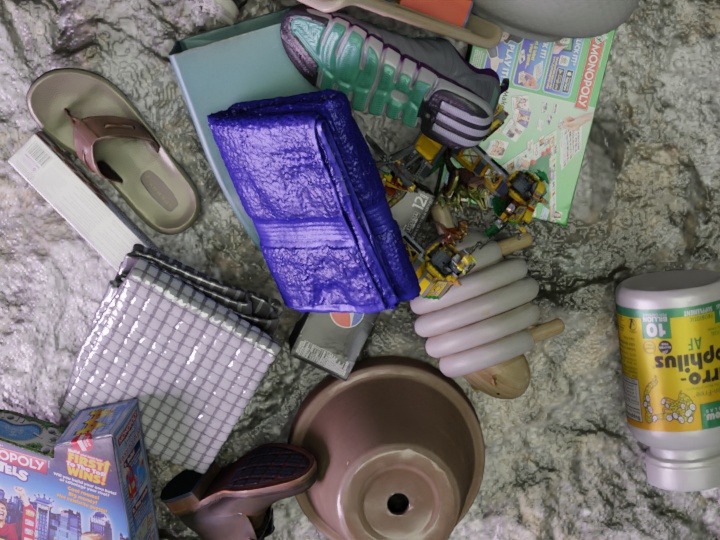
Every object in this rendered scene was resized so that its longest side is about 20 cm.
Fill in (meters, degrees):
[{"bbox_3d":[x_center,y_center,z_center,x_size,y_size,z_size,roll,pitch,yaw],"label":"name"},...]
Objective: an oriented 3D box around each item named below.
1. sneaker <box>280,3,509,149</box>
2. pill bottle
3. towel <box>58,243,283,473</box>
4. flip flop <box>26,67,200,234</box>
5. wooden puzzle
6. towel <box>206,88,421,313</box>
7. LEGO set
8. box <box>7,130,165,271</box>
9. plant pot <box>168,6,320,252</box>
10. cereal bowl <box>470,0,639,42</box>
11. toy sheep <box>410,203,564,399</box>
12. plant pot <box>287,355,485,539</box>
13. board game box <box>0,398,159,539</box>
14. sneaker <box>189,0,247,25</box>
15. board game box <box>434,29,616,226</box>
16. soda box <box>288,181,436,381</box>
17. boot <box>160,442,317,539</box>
[{"bbox_3d":[0.029,-0.178,1.179,0.199,0.088,0.075,30,135,2],"label":"sneaker"},{"bbox_3d":[0.313,0.107,1.342,0.112,0.113,0.201,-7,99,-2],"label":"pill bottle"},{"bbox_3d":[-0.177,0.081,1.299,0.165,0.086,0.200,27,123,-6],"label":"towel"},{"bbox_3d":[-0.232,-0.113,1.303,0.081,0.058,0.200,-41,99,4],"label":"flip flop"},{"bbox_3d":[0.003,-0.251,1.192,0.199,0.185,0.047,3,112,-42],"label":"wooden puzzle"},{"bbox_3d":[-0.043,-0.052,1.177,0.147,0.050,0.201,-4,119,34],"label":"towel"},{"bbox_3d":[0.090,-0.082,1.227,0.200,0.116,0.154,-32,76,-34],"label":"LEGO set"},{"bbox_3d":[-0.253,-0.049,1.321,0.041,0.039,0.200,-44,99,5],"label":"box"},{"bbox_3d":[-0.077,-0.130,1.273,0.141,0.141,0.201,-17,106,0],"label":"plant pot"},{"bbox_3d":[0.156,-0.264,1.241,0.199,0.200,0.084,16,119,-6],"label":"cereal bowl"},{"bbox_3d":[0.111,0.029,1.314,0.137,0.138,0.201,-21,85,0],"label":"toy sheep"},{"bbox_3d":[0.031,0.197,1.310,0.199,0.175,0.201,-1,99,-4],"label":"plant pot"},{"bbox_3d":[-0.280,0.199,1.310,0.199,0.062,0.201,17,123,6],"label":"board game box"},{"bbox_3d":[-0.169,-0.326,1.273,0.200,0.070,0.100,39,85,-8],"label":"sneaker"},{"bbox_3d":[0.159,-0.155,1.334,0.134,0.029,0.201,13,98,-6],"label":"board game box"},{"bbox_3d":[0.000,0.000,1.327,0.063,0.071,0.201,26,97,-8],"label":"soda box"},{"bbox_3d":[-0.097,0.229,1.329,0.199,0.075,0.097,-16,115,41],"label":"boot"}]
